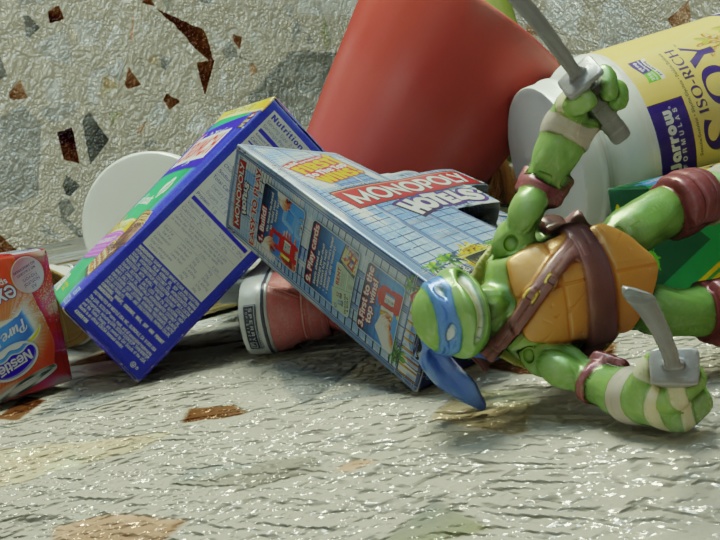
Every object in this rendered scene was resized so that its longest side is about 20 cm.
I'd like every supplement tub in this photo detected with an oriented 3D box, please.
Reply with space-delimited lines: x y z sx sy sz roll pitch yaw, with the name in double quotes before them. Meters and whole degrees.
"supplement tub" -0.182 -0.041 1.005 0.130 0.133 0.200 -9 0 2
"supplement tub" 0.232 -0.112 0.812 0.198 0.147 0.145 -19 9 -14

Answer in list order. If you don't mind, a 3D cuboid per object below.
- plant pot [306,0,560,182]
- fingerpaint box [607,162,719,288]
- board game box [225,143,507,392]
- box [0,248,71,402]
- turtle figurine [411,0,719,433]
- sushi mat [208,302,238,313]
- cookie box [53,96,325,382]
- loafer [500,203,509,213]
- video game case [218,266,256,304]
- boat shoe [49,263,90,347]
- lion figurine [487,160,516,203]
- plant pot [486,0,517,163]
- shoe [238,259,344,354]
"plant pot" 0.049 -0.137 0.889 0.199 0.178 0.200 32 2 -1
"fingerpaint box" 0.295 -0.042 0.681 0.198 0.074 0.167 -12 7 -19
"board game box" 0.023 -0.023 0.633 0.199 0.062 0.199 29 29 31
"box" -0.303 0.044 0.724 0.199 0.097 0.099 -3 9 43
"turtle figurine" 0.127 -0.013 0.429 0.192 0.201 0.144 -8 40 -25
"sushi mat" -0.135 0.027 0.970 0.199 0.012 0.095 -16 9 -40
"cookie box" -0.127 -0.028 0.753 0.200 0.075 0.171 -47 17 -11
"loafer" 0.106 -0.028 0.824 0.069 0.076 0.200 -11 6 23
"video game case" 0.000 0.000 0.915 0.198 0.023 0.182 -3 9 21
"boat shoe" -0.251 0.024 0.911 0.069 0.072 0.199 -16 8 -30
"lion figurine" 0.162 -0.070 0.996 0.198 0.123 0.073 12 -39 -9
"plant pot" 0.109 -0.220 1.125 0.198 0.192 0.200 -8 -7 -1
"shoe" -0.024 0.002 0.752 0.090 0.072 0.200 -6 19 8
